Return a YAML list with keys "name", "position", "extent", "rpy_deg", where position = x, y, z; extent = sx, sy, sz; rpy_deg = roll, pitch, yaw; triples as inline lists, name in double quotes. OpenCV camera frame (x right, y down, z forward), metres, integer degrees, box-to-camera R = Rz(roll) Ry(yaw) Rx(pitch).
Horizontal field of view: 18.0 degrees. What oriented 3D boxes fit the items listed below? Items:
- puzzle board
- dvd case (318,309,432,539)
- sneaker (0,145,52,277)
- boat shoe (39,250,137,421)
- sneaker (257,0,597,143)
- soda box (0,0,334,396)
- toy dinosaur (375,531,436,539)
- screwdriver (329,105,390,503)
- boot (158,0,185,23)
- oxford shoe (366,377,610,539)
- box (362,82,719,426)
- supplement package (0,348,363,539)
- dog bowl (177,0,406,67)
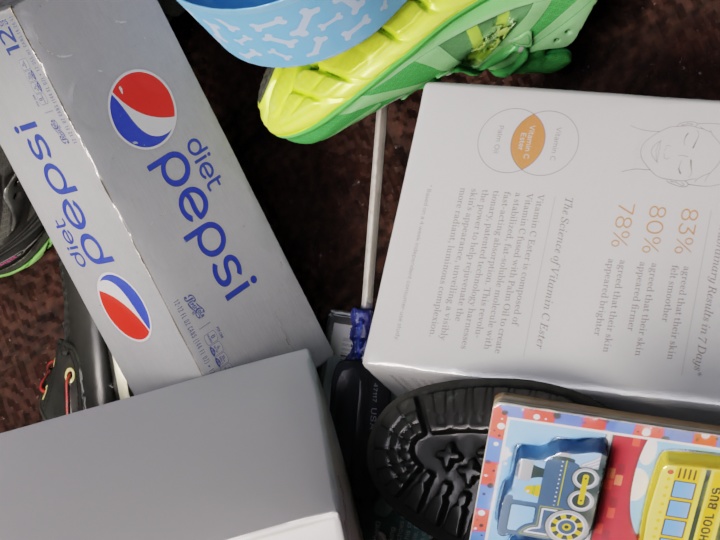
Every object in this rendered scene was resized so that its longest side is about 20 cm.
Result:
- name: "puzzle board"
  position: [0.107, 0.137, 0.808]
  extent: [0.150, 0.017, 0.201]
  rpy_deg: [9, 124, 2]
- name: "dvd case"
  position: [0.066, 0.103, 0.970]
  extent: [0.199, 0.022, 0.147]
  rpy_deg: [8, 87, 23]
- name: "sneaker"
  position: [-0.154, -0.075, 1.024]
  extent: [0.077, 0.084, 0.201]
  rpy_deg: [30, 117, 18]
- name: "boat shoe"
  position: [-0.117, 0.057, 1.024]
  extent: [0.063, 0.074, 0.202]
  rpy_deg: [-11, 84, 13]
- name: "sneaker"
  position: [0.048, -0.104, 0.958]
  extent: [0.199, 0.084, 0.074]
  rpy_deg: [-31, 36, 7]
- name: "soda box"
  position: [-0.092, -0.031, 0.961]
  extent: [0.063, 0.068, 0.201]
  rpy_deg: [-10, 111, 52]
- name: "toy dinosaur"
  position: [0.074, 0.147, 0.880]
  extent: [0.077, 0.200, 0.102]
  rpy_deg: [-40, 44, -10]
- name: "screwdriver"
  position: [0.000, 0.000, 0.985]
  extent: [0.029, 0.028, 0.201]
  rpy_deg: [0, 83, -4]
- name: "boot"
  position: [-0.080, -0.137, 1.046]
  extent: [0.200, 0.068, 0.131]
  rpy_deg: [35, 110, 22]
- name: "oxford shoe"
  position: [0.100, 0.090, 0.852]
  extent: [0.199, 0.084, 0.073]
  rpy_deg: [13, 82, 9]
- name: "box"
  position: [0.119, 0.005, 0.901]
  extent: [0.199, 0.097, 0.125]
  rpy_deg: [6, 72, 23]
- name: "supplement package"
  position: [-0.073, 0.125, 0.849]
  extent: [0.155, 0.200, 0.111]
  rpy_deg: [-16, 105, 0]
- name: "dog bowl"
  position: [0.001, -0.163, 0.934]
  extent: [0.111, 0.050, 0.200]
  rpy_deg: [29, 68, 39]
